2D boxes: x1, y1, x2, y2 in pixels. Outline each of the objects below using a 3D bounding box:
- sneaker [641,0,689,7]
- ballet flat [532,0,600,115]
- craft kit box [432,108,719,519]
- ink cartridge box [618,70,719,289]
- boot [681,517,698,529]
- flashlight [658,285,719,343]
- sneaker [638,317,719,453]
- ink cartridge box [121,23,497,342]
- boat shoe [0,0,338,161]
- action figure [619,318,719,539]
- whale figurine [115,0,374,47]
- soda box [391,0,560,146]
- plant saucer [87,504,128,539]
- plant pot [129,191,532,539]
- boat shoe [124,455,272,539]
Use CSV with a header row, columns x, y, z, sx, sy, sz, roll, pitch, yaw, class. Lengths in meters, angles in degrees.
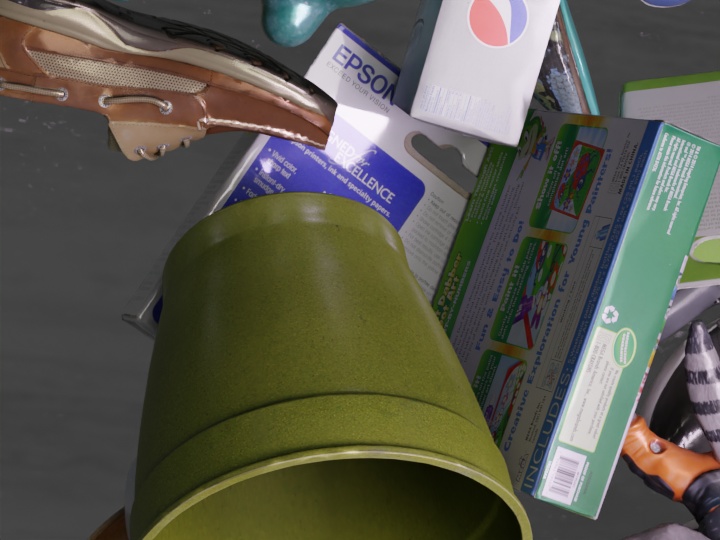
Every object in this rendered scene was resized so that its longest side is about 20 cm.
x,y,z,sx,sy,sz,roll,pitch,yaw,class
0.214,-0.246,1.568,0.080,0.115,0.200,10,91,-23,sneaker
0.083,-0.167,1.559,0.074,0.074,0.200,-17,99,-19,ballet flat
0.098,0.016,1.459,0.048,0.197,0.200,20,88,-24,craft kit box
0.216,-0.029,1.517,0.147,0.200,0.076,-6,126,12,ink cartridge box
0.191,0.208,1.600,0.200,0.090,0.073,-33,115,-28,boot
0.169,0.024,1.607,0.200,0.068,0.068,-34,125,-10,flashlight
0.249,0.058,1.620,0.200,0.099,0.071,-39,109,-12,sneaker
0.000,0.000,1.547,0.198,0.047,0.200,38,79,-19,ink cartridge box
-0.113,-0.097,1.473,0.200,0.076,0.074,19,100,-5,boat shoe
0.180,0.135,1.523,0.200,0.105,0.194,-17,81,-33,action figure
-0.045,-0.197,1.474,0.200,0.104,0.159,-12,100,-24,whale figurine
0.077,-0.172,1.485,0.063,0.068,0.200,15,98,-10,soda box
-0.093,0.212,1.522,0.200,0.035,0.201,-1,92,-31,plant saucer
-0.027,0.071,1.403,0.200,0.200,0.193,9,49,-22,plant pot
-0.060,0.184,1.469,0.075,0.086,0.202,-24,104,-28,boat shoe
